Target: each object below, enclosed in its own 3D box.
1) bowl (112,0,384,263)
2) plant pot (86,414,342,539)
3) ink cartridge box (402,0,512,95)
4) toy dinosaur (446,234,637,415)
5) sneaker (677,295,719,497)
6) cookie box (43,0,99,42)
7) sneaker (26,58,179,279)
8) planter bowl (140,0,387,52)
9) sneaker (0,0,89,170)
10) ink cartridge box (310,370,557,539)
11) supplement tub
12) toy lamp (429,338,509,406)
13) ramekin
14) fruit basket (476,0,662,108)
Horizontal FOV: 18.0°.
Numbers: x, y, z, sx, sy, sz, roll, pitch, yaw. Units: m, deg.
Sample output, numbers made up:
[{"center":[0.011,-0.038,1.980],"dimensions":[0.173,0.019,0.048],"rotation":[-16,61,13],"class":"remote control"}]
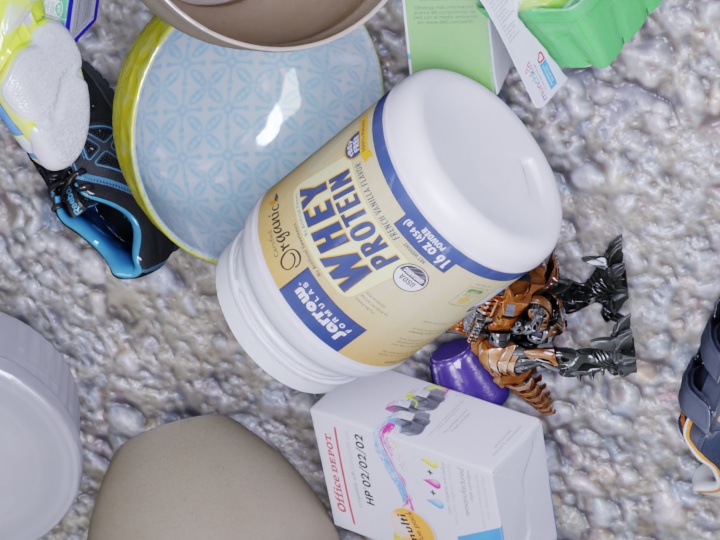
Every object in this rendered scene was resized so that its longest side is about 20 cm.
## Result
[{"center":[-0.095,-0.114,1.555],"dimensions":[0.108,0.200,0.200],"rotation":[27,132,51],"class":"bowl"},{"center":[-0.121,0.186,1.702],"dimensions":[0.200,0.200,0.135],"rotation":[-26,71,26],"class":"plant pot"},{"center":[0.062,-0.223,1.471],"dimensions":[0.059,0.104,0.200],"rotation":[0,116,15],"class":"ink cartridge box"},{"center":[0.121,0.032,1.584],"dimensions":[0.135,0.200,0.102],"rotation":[-7,73,7],"class":"toy dinosaur"},{"center":[0.259,0.080,1.584],"dimensions":[0.079,0.078,0.200],"rotation":[-3,117,11],"class":"sneaker"},{"center":[-0.277,-0.259,1.565],"dimensions":[0.200,0.075,0.171],"rotation":[17,121,8],"class":"cookie box"},{"center":[-0.200,-0.082,1.629],"dimensions":[0.073,0.082,0.200],"rotation":[-36,101,30],"class":"sneaker"},{"center":[-0.078,-0.229,1.400],"dimensions":[0.200,0.200,0.135],"rotation":[54,160,-14],"class":"planter bowl"},{"center":[-0.259,-0.158,1.539],"dimensions":[0.105,0.076,0.200],"rotation":[-7,111,35],"class":"sneaker"},{"center":[0.036,0.141,1.636],"dimensions":[0.200,0.068,0.115],"rotation":[17,133,34],"class":"ink cartridge box"},{"center":[0.015,-0.020,1.459],"dimensions":[0.144,0.144,0.200],"rotation":[46,124,-10],"class":"supplement tub"},{"center":[0.104,0.143,1.672],"dimensions":[0.058,0.058,0.200],"rotation":[-16,110,22],"class":"toy lamp"},{"center":[-0.306,0.115,1.735],"dimensions":[0.202,0.094,0.203],"rotation":[2,125,3],"class":"ramekin"},{"center":[0.115,-0.233,1.403],"dimensions":[0.094,0.185,0.200],"rotation":[2,136,52],"class":"fruit basket"}]
